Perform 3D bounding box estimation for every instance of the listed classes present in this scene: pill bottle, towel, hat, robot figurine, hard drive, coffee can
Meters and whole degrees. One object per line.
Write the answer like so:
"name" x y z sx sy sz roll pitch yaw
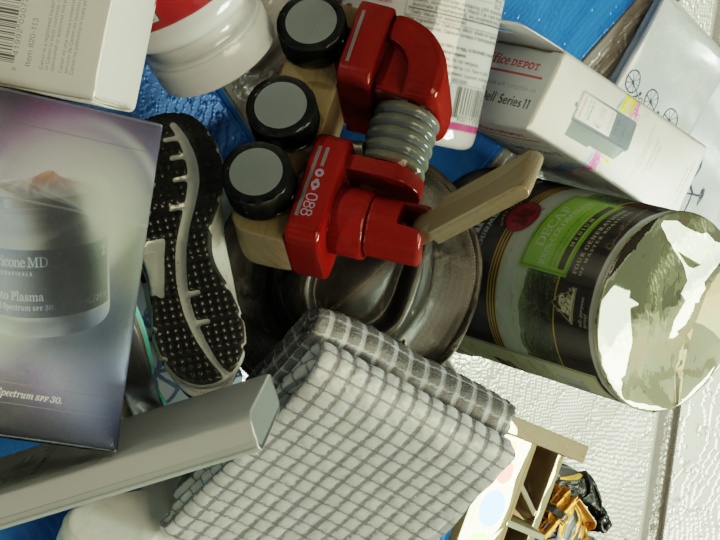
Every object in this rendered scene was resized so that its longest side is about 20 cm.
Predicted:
"pill bottle" 0.045 -0.193 1.675 0.113 0.113 0.201 9 95 -40
"towel" -0.016 0.127 1.598 0.165 0.086 0.200 27 126 -23
"hat" 0.000 0.000 1.616 0.200 0.081 0.202 2 82 -15
"pill bottle" -0.136 -0.213 1.522 0.112 0.112 0.200 -45 125 -22
"robot figurine" 0.169 0.250 1.919 0.145 0.058 0.200 -48 126 -21
"hard drive" -0.152 0.114 1.450 0.199 0.132 0.026 -17 97 5
"coffee can" 0.157 0.011 1.760 0.146 0.200 0.147 -11 107 -38

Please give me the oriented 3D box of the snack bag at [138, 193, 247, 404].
"snack bag" -0.098 0.033 1.664 0.199 0.021 0.190 -2 102 -39

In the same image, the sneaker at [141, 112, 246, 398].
"sneaker" -0.119 -0.007 1.559 0.073 0.080 0.201 -6 68 -4

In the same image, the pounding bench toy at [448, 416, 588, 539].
"pounding bench toy" 0.039 0.162 1.738 0.200 0.124 0.157 24 85 -46

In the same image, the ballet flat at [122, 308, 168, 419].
"ballet flat" -0.163 0.072 1.529 0.073 0.073 0.200 -43 144 -23

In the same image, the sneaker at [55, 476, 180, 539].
"sneaker" -0.148 0.192 1.649 0.200 0.075 0.089 -8 137 -50

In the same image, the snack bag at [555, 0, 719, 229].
"snack bag" 0.256 -0.097 1.932 0.200 0.021 0.189 39 75 -38

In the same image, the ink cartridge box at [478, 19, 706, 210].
"ink cartridge box" 0.145 -0.114 1.766 0.200 0.117 0.068 30 84 -32

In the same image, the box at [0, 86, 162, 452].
"box" -0.237 -0.007 1.378 0.199 0.123 0.199 11 84 -36

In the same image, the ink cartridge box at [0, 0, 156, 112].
"ink cartridge box" -0.222 -0.183 1.398 0.083 0.199 0.147 7 94 -78

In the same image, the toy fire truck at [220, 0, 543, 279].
"toy fire truck" 0.027 -0.081 1.532 0.129 0.199 0.177 78 29 -63
